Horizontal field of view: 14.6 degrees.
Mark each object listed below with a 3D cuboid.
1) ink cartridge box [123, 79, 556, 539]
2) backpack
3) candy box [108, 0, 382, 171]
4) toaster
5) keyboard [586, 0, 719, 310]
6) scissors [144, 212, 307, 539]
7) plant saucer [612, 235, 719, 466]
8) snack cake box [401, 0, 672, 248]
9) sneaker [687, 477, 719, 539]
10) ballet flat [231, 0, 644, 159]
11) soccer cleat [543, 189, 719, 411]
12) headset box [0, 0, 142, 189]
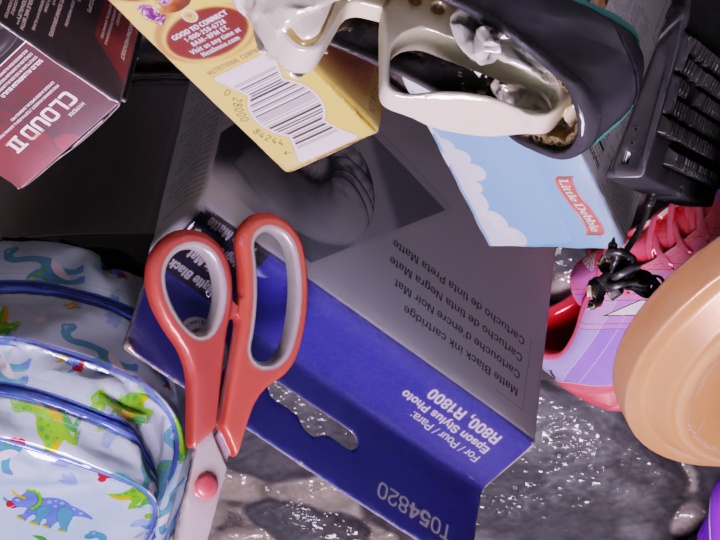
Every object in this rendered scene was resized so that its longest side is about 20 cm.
[{"bbox_3d":[0.000,0.000,1.228,0.199,0.201,0.041,34,133,-26],"label":"ink cartridge box"},{"bbox_3d":[-0.142,0.078,1.214,0.162,0.154,0.201,25,122,-7],"label":"backpack"},{"bbox_3d":[-0.063,-0.148,1.139,0.056,0.117,0.200,-24,129,34],"label":"candy box"},{"bbox_3d":[-0.104,-0.015,1.288,0.199,0.130,0.114,-5,138,19],"label":"toaster"},{"bbox_3d":[0.128,-0.041,1.145,0.021,0.128,0.200,21,-176,15],"label":"keyboard"},{"bbox_3d":[-0.055,0.076,1.145,0.073,0.201,0.014,2,178,-31],"label":"scissors"},{"bbox_3d":[0.205,0.026,1.194,0.199,0.032,0.201,-16,148,-10],"label":"plant saucer"},{"bbox_3d":[0.063,-0.116,1.140,0.067,0.115,0.200,1,139,30],"label":"snack cake box"},{"bbox_3d":[0.179,0.181,1.491,0.099,0.070,0.201,3,138,14],"label":"sneaker"},{"bbox_3d":[0.008,-0.095,1.037,0.199,0.073,0.073,24,139,2],"label":"ballet flat"},{"bbox_3d":[0.142,-0.001,1.301,0.076,0.067,0.200,25,140,-11],"label":"soccer cleat"},{"bbox_3d":[-0.166,-0.142,1.144,0.200,0.149,0.077,34,133,-25],"label":"headset box"}]
